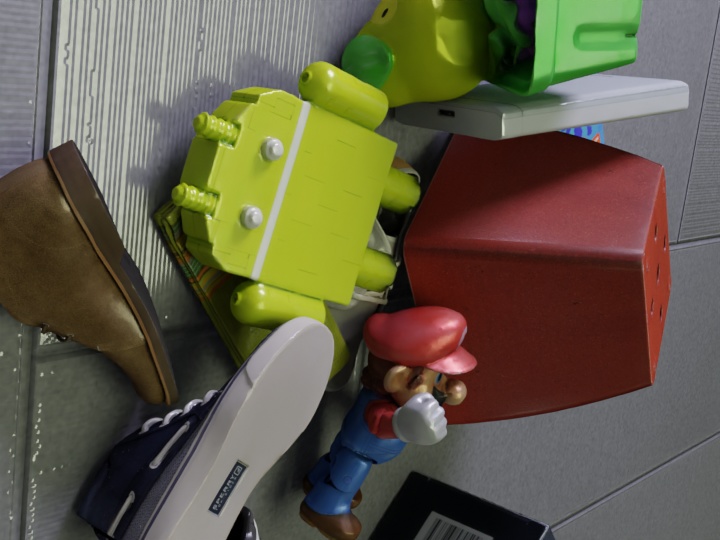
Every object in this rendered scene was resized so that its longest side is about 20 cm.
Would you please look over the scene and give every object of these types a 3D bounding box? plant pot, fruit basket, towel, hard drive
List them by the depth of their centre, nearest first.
[{"bbox_3d":[-0.068,0.016,0.767,0.086,0.018,0.200,-42,127,-25],"label":"towel"},{"bbox_3d":[0.083,-0.199,0.808,0.215,0.215,0.156,-19,117,-48],"label":"fruit basket"},{"bbox_3d":[0.147,-0.135,0.881,0.200,0.132,0.027,-12,109,-32],"label":"hard drive"},{"bbox_3d":[0.163,0.000,0.915,0.200,0.176,0.200,-64,148,-46],"label":"plant pot"}]

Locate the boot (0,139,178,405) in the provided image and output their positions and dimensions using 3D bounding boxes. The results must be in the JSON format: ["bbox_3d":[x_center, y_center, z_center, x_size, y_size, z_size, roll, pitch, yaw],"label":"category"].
[{"bbox_3d":[-0.164,0.017,0.646,0.075,0.074,0.200,-27,134,-9],"label":"boot"}]

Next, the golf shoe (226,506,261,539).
[{"bbox_3d":[-0.137,0.225,0.740,0.200,0.073,0.092,-17,110,-60],"label":"golf shoe"}]

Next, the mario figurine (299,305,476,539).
[{"bbox_3d":[0.033,0.120,0.844,0.106,0.123,0.200,12,115,-40],"label":"mario figurine"}]

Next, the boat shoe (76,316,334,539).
[{"bbox_3d":[-0.104,0.105,0.711,0.200,0.093,0.075,-56,141,-19],"label":"boat shoe"}]

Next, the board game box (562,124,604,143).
[{"bbox_3d":[0.182,-0.105,1.057,0.152,0.045,0.200,-45,135,-34],"label":"board game box"}]

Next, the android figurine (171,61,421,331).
[{"bbox_3d":[-0.041,-0.048,0.734,0.200,0.041,0.182,20,87,-45],"label":"android figurine"}]

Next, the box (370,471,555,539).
[{"bbox_3d":[0.113,0.305,1.030,0.107,0.148,0.200,-53,139,-26],"label":"box"}]

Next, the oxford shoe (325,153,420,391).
[{"bbox_3d":[0.000,0.000,0.846,0.075,0.058,0.200,7,99,-56],"label":"oxford shoe"}]
